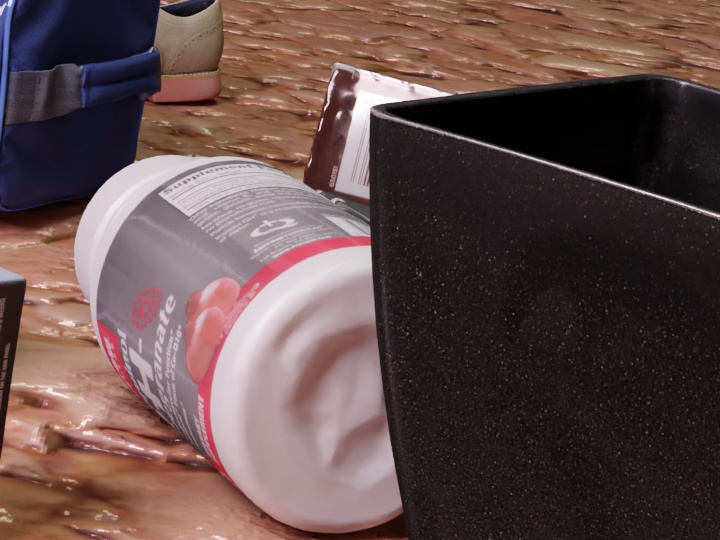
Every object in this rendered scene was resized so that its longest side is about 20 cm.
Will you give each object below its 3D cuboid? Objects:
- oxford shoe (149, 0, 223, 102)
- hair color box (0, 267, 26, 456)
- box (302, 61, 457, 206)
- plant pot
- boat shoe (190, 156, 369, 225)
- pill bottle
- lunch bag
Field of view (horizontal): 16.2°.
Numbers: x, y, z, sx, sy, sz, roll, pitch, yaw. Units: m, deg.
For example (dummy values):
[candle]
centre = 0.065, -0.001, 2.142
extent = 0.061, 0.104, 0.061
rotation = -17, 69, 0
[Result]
[oxford shoe]
centre = -0.174, -0.149, 1.617
extent = 0.200, 0.074, 0.071
rotation = -5, 20, -42
[hair color box]
centre = -0.206, 0.050, 0.817
extent = 0.061, 0.099, 0.200
rotation = 22, 20, 37
[box]
centre = 0.045, -0.054, 1.311
extent = 0.100, 0.075, 0.200
rotation = 15, 0, 11
[plant pot]
centre = 0.124, 0.044, 0.887
extent = 0.200, 0.178, 0.199
rotation = 18, 18, 34
[boat shoe]
centre = 0.000, 0.000, 1.121
extent = 0.200, 0.070, 0.066
rotation = 29, 44, 31
[pill bottle]
centre = -0.042, 0.018, 1.009
extent = 0.110, 0.111, 0.200
rotation = 1, 17, -28
[lunch bag]
centre = -0.184, -0.106, 1.334
extent = 0.132, 0.136, 0.200
rotation = 15, 15, 19
